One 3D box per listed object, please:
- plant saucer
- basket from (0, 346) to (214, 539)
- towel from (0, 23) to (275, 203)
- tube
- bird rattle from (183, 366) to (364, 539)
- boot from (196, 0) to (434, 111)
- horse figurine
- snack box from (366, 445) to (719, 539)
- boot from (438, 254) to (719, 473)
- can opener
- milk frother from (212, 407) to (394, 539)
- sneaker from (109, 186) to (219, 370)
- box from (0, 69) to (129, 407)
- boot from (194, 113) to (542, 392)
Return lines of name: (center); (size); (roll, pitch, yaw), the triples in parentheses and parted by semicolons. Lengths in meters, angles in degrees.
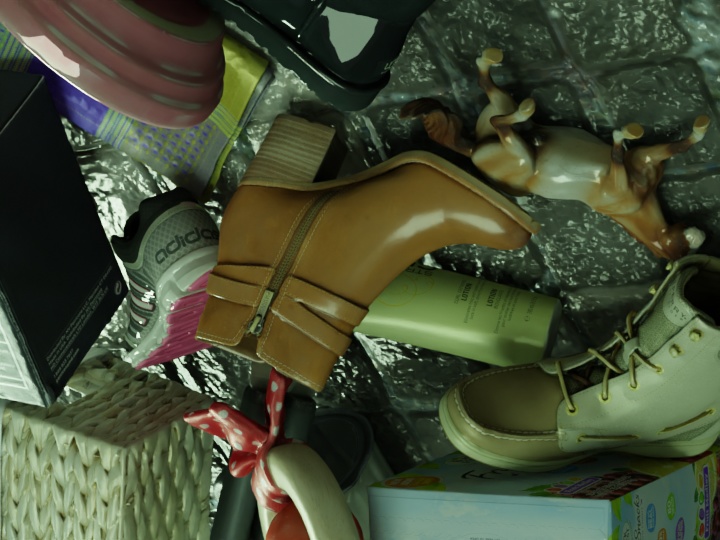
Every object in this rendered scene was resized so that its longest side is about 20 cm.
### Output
plant saucer: (-0.151, -0.170, 1.589); (0.200, 0.201, 0.051); (39, 112, -11)
basket: (-0.183, 0.174, 1.919); (0.123, 0.135, 0.201); (15, 113, 26)
towel: (-0.158, -0.133, 1.742); (0.199, 0.023, 0.144); (32, 139, -4)
tube: (0.028, 0.020, 1.759); (0.199, 0.058, 0.052); (14, 96, 11)
bird rattle: (-0.033, 0.160, 1.724); (0.163, 0.112, 0.201); (-151, 57, -61)
boot: (-0.027, -0.209, 1.559); (0.200, 0.076, 0.168); (41, 128, 7)
horse figurine: (0.121, -0.070, 1.624); (0.199, 0.050, 0.133); (16, 155, 2)
snack box: (0.122, 0.154, 1.743); (0.168, 0.200, 0.068); (1, 96, 29)
boot: (0.159, 0.055, 1.666); (0.199, 0.072, 0.155); (0, 146, -23)
can opener: (-0.059, 0.094, 1.816); (0.052, 0.201, 0.066); (11, 180, -25)
milk frother: (-0.045, 0.233, 1.912); (0.180, 0.200, 0.189); (-5, 128, 37)
sneaker: (-0.126, 0.003, 1.823); (0.200, 0.073, 0.088); (117, 132, -68)
box: (-0.286, -0.033, 1.821); (0.199, 0.123, 0.199); (10, 139, 27)
boot: (0.000, 0.000, 1.675); (0.199, 0.156, 0.077); (18, 169, 18)
